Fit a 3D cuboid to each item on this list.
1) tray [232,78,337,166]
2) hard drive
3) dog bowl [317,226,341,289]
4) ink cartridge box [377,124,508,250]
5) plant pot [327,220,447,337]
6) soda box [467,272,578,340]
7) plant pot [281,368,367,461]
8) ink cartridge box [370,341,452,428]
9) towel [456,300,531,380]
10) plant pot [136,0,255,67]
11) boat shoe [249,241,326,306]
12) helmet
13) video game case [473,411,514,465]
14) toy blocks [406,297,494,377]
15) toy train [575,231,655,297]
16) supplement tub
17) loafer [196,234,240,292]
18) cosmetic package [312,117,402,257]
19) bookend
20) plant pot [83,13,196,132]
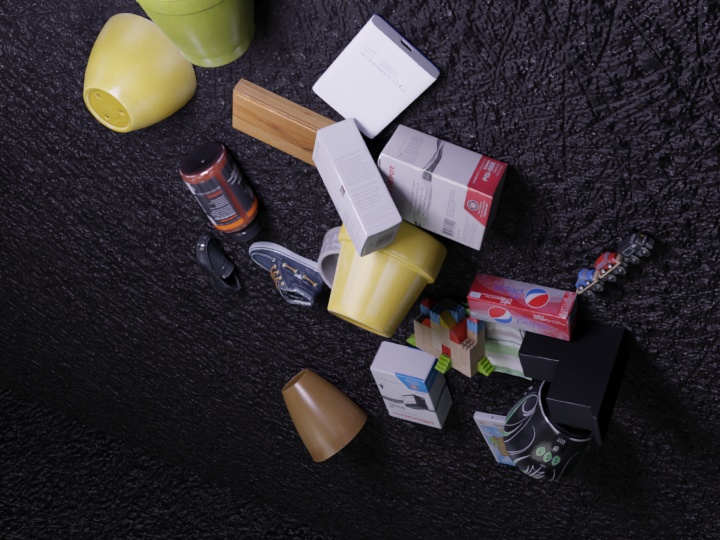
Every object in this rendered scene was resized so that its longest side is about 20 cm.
[{"bbox_3d":[-0.135,-0.257,1.522,0.198,0.037,0.099,25,148,6],"label":"tray"},{"bbox_3d":[0.021,-0.301,1.346,0.131,0.026,0.200,38,147,-12],"label":"hard drive"},{"bbox_3d":[0.000,0.000,1.748,0.197,0.059,0.201,21,148,14],"label":"dog bowl"},{"bbox_3d":[0.132,-0.139,1.424,0.197,0.083,0.148,23,148,12],"label":"ink cartridge box"},{"bbox_3d":[0.034,0.011,1.551,0.198,0.191,0.201,23,172,3],"label":"plant pot"},{"bbox_3d":[0.303,0.067,1.592,0.197,0.064,0.071,13,144,26],"label":"soda box"},{"bbox_3d":[-0.113,0.366,2.254,0.201,0.186,0.186,51,144,-8],"label":"plant pot"},{"bbox_3d":[0.122,0.270,1.997,0.143,0.084,0.201,10,143,28],"label":"ink cartridge box"},{"bbox_3d":[0.280,0.146,1.751,0.147,0.031,0.201,7,141,30],"label":"towel"},{"bbox_3d":[-0.240,-0.414,1.268,0.198,0.203,0.194,20,159,15],"label":"plant pot"},{"bbox_3d":[-0.171,0.007,1.862,0.197,0.092,0.071,20,147,16],"label":"boat shoe"},{"bbox_3d":[0.393,0.344,1.801,0.198,0.201,0.192,29,131,0],"label":"helmet"},{"bbox_3d":[0.383,0.416,2.048,0.180,0.022,0.201,4,140,35],"label":"video game case"},{"bbox_3d":[0.179,0.121,1.729,0.199,0.099,0.138,27,139,37],"label":"toy blocks"},{"bbox_3d":[0.417,-0.008,1.424,0.045,0.034,0.200,34,147,-1],"label":"toy train"},{"bbox_3d":[-0.273,-0.151,1.713,0.106,0.108,0.201,5,140,34],"label":"supplement tub"},{"bbox_3d":[-0.329,-0.015,1.988,0.069,0.069,0.202,9,148,16],"label":"loafer"},{"bbox_3d":[-0.008,-0.138,1.418,0.202,0.073,0.102,63,164,14],"label":"cosmetic package"},{"bbox_3d":[0.376,0.196,1.583,0.196,0.202,0.093,7,142,30],"label":"bookend"},{"bbox_3d":[-0.416,-0.336,1.539,0.197,0.143,0.201,20,147,14],"label":"plant pot"}]
